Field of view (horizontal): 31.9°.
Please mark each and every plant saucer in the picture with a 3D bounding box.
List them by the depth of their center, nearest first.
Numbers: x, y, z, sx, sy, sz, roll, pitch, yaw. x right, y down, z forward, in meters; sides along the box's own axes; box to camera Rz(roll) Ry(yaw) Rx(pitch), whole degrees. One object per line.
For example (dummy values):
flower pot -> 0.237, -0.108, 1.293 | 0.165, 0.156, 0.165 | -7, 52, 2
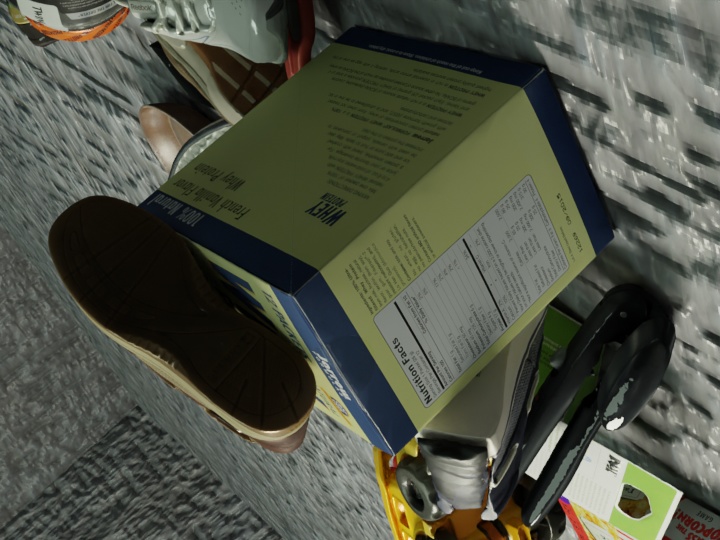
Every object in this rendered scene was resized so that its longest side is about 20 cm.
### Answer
plant saucer -> -0.151, -0.099, 1.300 | 0.200, 0.034, 0.200 | 43, 163, 16

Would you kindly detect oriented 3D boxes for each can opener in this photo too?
can opener -> 0.139, 0.092, 0.827 | 0.063, 0.079, 0.200 | 37, 124, 7

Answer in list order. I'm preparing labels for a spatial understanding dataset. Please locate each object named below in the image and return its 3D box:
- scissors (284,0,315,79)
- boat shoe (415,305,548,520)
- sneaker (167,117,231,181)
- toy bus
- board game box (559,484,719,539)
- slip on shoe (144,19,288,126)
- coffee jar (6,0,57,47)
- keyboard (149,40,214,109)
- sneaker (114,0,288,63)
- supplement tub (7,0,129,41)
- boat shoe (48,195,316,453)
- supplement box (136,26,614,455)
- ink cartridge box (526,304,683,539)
scissors -> -0.040, -0.124, 0.876 | 0.073, 0.014, 0.201 | 19, 121, 63
boat shoe -> 0.082, 0.067, 0.825 | 0.074, 0.200, 0.093 | 8, 138, 19
sneaker -> -0.107, -0.097, 1.082 | 0.077, 0.146, 0.202 | 42, 134, -7
toy bus -> 0.076, 0.193, 1.169 | 0.192, 0.135, 0.201 | 20, 131, 57
board game box -> 0.256, 0.235, 1.027 | 0.200, 0.046, 0.152 | 25, 152, 51
slip on shoe -> -0.103, -0.158, 0.978 | 0.200, 0.076, 0.061 | 43, 158, 23
coffee jar -> -0.290, -0.293, 1.091 | 0.104, 0.086, 0.200 | -13, 129, 25
keyboard -> -0.126, -0.176, 1.095 | 0.200, 0.021, 0.127 | 26, 160, 48
sneaker -> -0.110, -0.181, 0.874 | 0.200, 0.087, 0.075 | 30, 129, 56
supplement tub -> -0.228, -0.268, 0.951 | 0.122, 0.122, 0.200 | 43, 160, 14
boat shoe -> -0.106, 0.036, 0.743 | 0.200, 0.072, 0.072 | 37, 158, 17
supplement box -> 0.006, -0.029, 0.785 | 0.200, 0.200, 0.134 | 25, 152, 51
ink cartridge box -> 0.158, 0.108, 0.941 | 0.200, 0.076, 0.148 | 31, 158, 19
